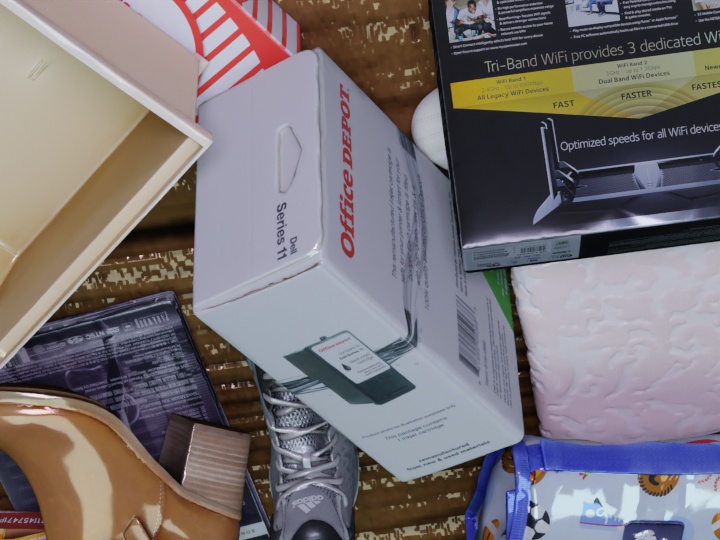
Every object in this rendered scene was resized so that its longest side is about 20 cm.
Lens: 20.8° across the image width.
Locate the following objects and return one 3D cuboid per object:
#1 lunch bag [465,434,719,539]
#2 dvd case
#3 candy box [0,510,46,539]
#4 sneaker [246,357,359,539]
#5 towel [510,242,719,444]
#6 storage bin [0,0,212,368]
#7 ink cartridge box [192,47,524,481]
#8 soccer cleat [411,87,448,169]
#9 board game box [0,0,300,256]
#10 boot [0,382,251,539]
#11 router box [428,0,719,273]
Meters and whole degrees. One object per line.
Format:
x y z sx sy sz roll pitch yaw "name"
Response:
0.155 0.159 1.169 0.169 0.124 0.200 1 149 -6 "lunch bag"
-0.154 0.112 1.223 0.148 0.016 0.200 -15 122 7 "dvd case"
-0.210 0.246 1.272 0.115 0.055 0.200 0 127 15 "candy box"
-0.027 0.104 1.163 0.075 0.116 0.200 -6 124 2 "sneaker"
0.190 0.032 1.148 0.190 0.032 0.200 -12 139 4 "towel"
-0.212 -0.077 0.992 0.200 0.094 0.199 35 116 -22 "storage bin"
0.000 0.000 1.045 0.083 0.147 0.200 -22 138 25 "ink cartridge box"
0.128 -0.073 1.074 0.199 0.078 0.069 1 124 -3 "soccer cleat"
-0.155 -0.111 1.056 0.200 0.046 0.151 -38 117 21 "board game box"
-0.169 0.151 1.160 0.200 0.077 0.156 15 87 -25 "boot"
0.141 -0.091 1.021 0.199 0.158 0.052 -7 166 3 "router box"
